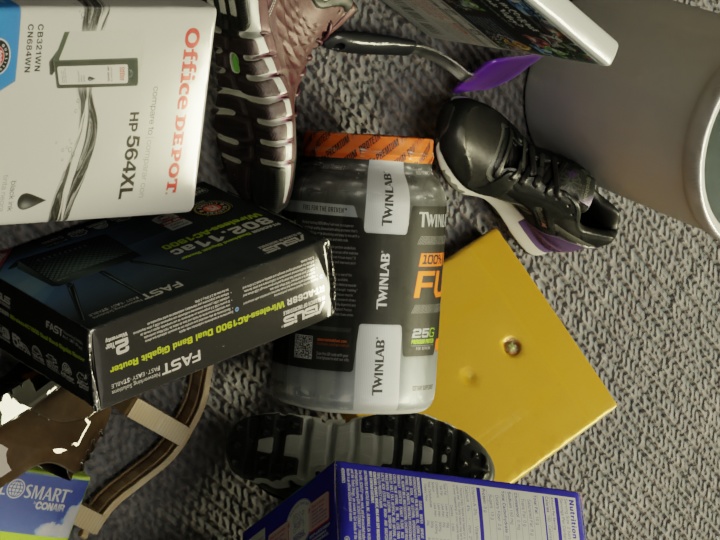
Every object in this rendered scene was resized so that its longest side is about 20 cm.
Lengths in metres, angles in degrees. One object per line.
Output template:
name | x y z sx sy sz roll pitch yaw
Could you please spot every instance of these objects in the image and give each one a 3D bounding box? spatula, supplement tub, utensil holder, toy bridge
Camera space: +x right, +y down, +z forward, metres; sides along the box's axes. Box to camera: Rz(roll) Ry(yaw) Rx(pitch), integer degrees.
spatula | 0.051 -0.160 1.695 0.199 0.056 0.021 8 60 -37
supplement tub | 0.000 0.000 1.642 0.122 0.122 0.201 0 95 -42
utensil holder | 0.253 -0.128 1.772 0.170 0.200 0.171 -18 120 -34
toy bridge | -0.152 0.108 1.635 0.067 0.027 0.200 35 84 -46

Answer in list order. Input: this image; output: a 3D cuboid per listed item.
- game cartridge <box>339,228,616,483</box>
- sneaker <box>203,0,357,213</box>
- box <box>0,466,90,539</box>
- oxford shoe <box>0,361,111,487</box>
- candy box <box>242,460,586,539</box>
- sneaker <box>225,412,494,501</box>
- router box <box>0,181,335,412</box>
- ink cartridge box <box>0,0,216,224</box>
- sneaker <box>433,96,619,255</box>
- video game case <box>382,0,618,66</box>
game cartridge | 0.079 0.087 1.760 0.200 0.032 0.177 -32 86 -26
sneaker | -0.044 -0.145 1.590 0.115 0.076 0.201 -26 123 -35
box | -0.268 0.200 1.559 0.122 0.048 0.201 13 100 -44
oxford shoe | -0.203 0.095 1.537 0.200 0.073 0.085 -27 109 -39
candy box | 0.038 0.205 1.612 0.199 0.169 0.077 10 63 -23
sneaker | 0.004 0.147 1.674 0.091 0.199 0.067 68 27 -63
router box | -0.139 0.013 1.518 0.200 0.150 0.062 -22 121 -34
ink cartridge box | -0.200 -0.112 1.456 0.199 0.084 0.147 -6 112 -39
sneaker | 0.137 -0.078 1.758 0.200 0.087 0.076 37 62 -47
video game case | 0.059 -0.206 1.577 0.200 0.181 0.023 33 78 -44
